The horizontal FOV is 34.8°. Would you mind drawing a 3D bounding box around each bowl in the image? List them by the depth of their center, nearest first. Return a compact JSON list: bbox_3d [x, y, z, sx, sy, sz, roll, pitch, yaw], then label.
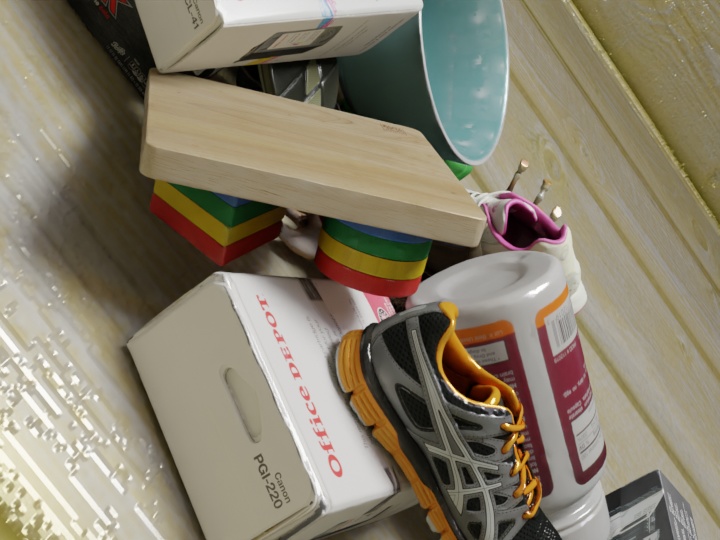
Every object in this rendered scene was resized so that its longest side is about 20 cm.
[{"bbox_3d":[0.048,-0.190,0.991,0.200,0.103,0.205,2,88,-62],"label":"bowl"}]

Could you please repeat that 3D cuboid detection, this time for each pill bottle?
[{"bbox_3d":[0.108,0.099,0.805,0.114,0.112,0.203,-52,129,-66],"label":"pill bottle"}]

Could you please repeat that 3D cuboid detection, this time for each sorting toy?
[{"bbox_3d":[-0.044,-0.052,0.727,0.196,0.071,0.199,12,19,-14],"label":"sorting toy"}]

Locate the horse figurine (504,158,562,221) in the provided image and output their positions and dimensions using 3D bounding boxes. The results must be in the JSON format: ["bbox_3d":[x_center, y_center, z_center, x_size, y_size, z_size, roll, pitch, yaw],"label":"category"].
[{"bbox_3d":[0.140,-0.017,1.068,0.049,0.134,0.201,23,23,-10],"label":"horse figurine"}]

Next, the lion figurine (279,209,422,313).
[{"bbox_3d":[0.000,0.000,0.891,0.201,0.072,0.122,51,3,1],"label":"lion figurine"}]

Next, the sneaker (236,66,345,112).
[{"bbox_3d":[-0.039,-0.116,0.995,0.200,0.072,0.083,46,2,-27],"label":"sneaker"}]

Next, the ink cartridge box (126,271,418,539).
[{"bbox_3d":[-0.031,0.086,0.704,0.199,0.084,0.147,8,53,-63],"label":"ink cartridge box"}]

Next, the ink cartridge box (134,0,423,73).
[{"bbox_3d":[-0.067,-0.228,0.811,0.198,0.085,0.150,-15,83,-43],"label":"ink cartridge box"}]

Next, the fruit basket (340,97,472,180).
[{"bbox_3d":[0.059,-0.139,1.161,0.187,0.093,0.199,60,20,7],"label":"fruit basket"}]

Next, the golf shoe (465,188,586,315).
[{"bbox_3d":[0.110,-0.039,0.954,0.199,0.075,0.093,36,-31,38],"label":"golf shoe"}]

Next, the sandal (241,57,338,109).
[{"bbox_3d":[-0.075,-0.193,0.892,0.079,0.057,0.204,-20,89,-46],"label":"sandal"}]

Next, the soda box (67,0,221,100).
[{"bbox_3d":[-0.175,-0.215,0.826,0.201,0.063,0.071,53,23,-11],"label":"soda box"}]

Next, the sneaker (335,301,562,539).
[{"bbox_3d":[0.068,0.107,0.674,0.201,0.077,0.078,53,23,-12],"label":"sneaker"}]

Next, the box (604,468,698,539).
[{"bbox_3d":[0.167,0.254,0.793,0.050,0.157,0.201,45,26,-23],"label":"box"}]

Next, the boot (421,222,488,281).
[{"bbox_3d":[0.019,-0.070,0.893,0.199,0.075,0.097,37,-20,4],"label":"boot"}]
